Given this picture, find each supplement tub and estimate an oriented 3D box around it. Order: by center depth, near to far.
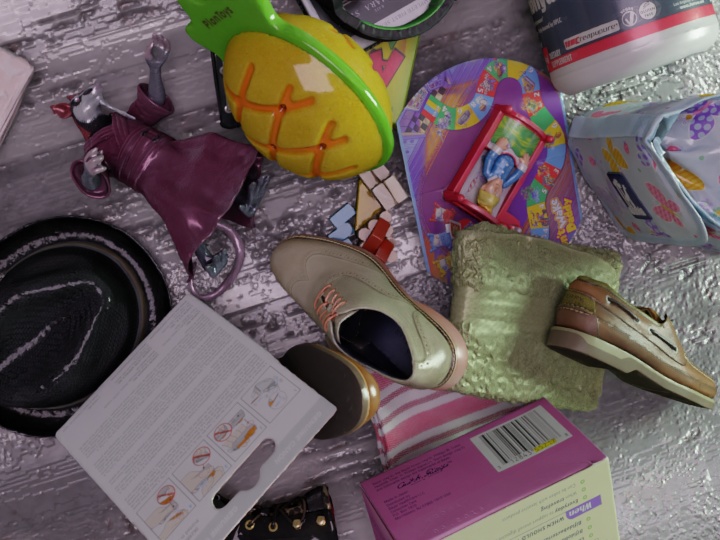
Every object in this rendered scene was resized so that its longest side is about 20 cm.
[{"bbox_3d":[0.200,-0.258,0.770,0.139,0.140,0.201,-18,95,-3],"label":"supplement tub"}]

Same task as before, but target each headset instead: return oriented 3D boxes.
[{"bbox_3d":[-0.007,-0.258,0.706,0.199,0.094,0.124,30,92,-16],"label":"headset"}]

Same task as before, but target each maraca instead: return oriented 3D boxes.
[{"bbox_3d":[-0.055,-0.146,0.715,0.200,0.137,0.107,43,63,-22],"label":"maraca"}]

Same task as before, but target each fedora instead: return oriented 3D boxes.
[{"bbox_3d":[-0.257,0.052,0.781,0.199,0.092,0.202,0,95,-4],"label":"fedora"}]

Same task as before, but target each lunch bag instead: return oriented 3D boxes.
[{"bbox_3d":[0.280,-0.077,0.769,0.199,0.170,0.128,20,93,-13],"label":"lunch bag"}]

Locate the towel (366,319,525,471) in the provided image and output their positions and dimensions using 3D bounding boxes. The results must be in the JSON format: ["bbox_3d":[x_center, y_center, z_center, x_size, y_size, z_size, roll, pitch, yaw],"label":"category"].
[{"bbox_3d":[0.086,0.140,0.817,0.145,0.030,0.201,-20,105,-15],"label":"towel"}]

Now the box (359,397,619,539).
[{"bbox_3d":[0.115,0.238,0.773,0.175,0.097,0.201,-22,119,-13],"label":"box"}]

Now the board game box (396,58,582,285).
[{"bbox_3d":[0.121,-0.080,0.804,0.157,0.039,0.201,-16,104,-14],"label":"board game box"}]

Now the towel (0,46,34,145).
[{"bbox_3d":[-0.401,-0.136,0.789,0.199,0.032,0.192,29,91,-6],"label":"towel"}]

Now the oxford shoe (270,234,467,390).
[{"bbox_3d":[-0.007,0.026,0.745,0.199,0.074,0.071,31,105,31],"label":"oxford shoe"}]

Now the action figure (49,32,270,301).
[{"bbox_3d":[-0.170,-0.093,0.792,0.199,0.149,0.134,33,66,13],"label":"action figure"}]

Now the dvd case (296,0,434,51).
[{"bbox_3d":[-0.005,-0.290,0.763,0.150,0.025,0.201,-29,95,-1],"label":"dvd case"}]

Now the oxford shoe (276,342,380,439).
[{"bbox_3d":[-0.025,0.092,0.754,0.071,0.200,0.072,-1,87,-24],"label":"oxford shoe"}]

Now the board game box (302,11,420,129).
[{"bbox_3d":[0.005,-0.232,0.804,0.101,0.048,0.202,12,93,-5],"label":"board game box"}]

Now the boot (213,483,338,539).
[{"bbox_3d":[-0.099,0.214,0.814,0.149,0.073,0.202,-13,99,-2],"label":"boot"}]

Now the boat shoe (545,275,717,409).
[{"bbox_3d":[0.247,0.065,0.807,0.199,0.072,0.068,25,80,-35],"label":"boat shoe"}]

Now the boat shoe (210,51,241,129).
[{"bbox_3d":[-0.115,-0.219,0.783,0.060,0.076,0.201,-16,94,-9],"label":"boat shoe"}]

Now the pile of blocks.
[{"bbox_3d":[0.000,0.000,0.813,0.081,0.062,0.202,0,94,-4],"label":"pile of blocks"}]

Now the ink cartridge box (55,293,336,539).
[{"bbox_3d":[-0.125,0.125,0.729,0.160,0.200,0.047,-47,140,-14],"label":"ink cartridge box"}]

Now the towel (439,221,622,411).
[{"bbox_3d":[0.147,0.043,0.800,0.199,0.036,0.150,8,89,-36],"label":"towel"}]
